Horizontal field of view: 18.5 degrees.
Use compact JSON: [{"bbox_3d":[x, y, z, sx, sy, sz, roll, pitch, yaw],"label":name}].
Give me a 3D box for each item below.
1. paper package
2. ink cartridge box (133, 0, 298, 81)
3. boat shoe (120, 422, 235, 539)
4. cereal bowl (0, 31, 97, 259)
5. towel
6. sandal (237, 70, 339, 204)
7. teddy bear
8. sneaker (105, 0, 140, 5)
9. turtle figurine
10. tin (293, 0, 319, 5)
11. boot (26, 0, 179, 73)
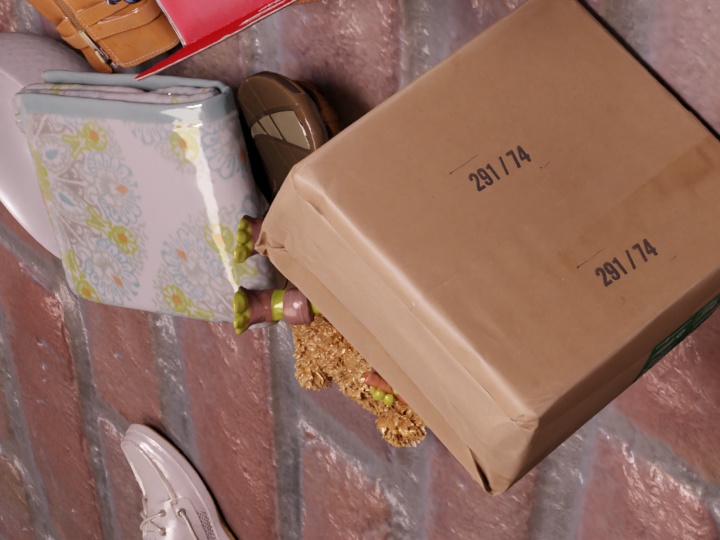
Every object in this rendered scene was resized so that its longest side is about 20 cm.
[{"bbox_3d":[0.085,-0.018,1.161,0.191,0.200,0.104,47,153,11],"label":"paper package"},{"bbox_3d":[-0.027,-0.191,1.109,0.200,0.176,0.084,-20,106,48],"label":"ink cartridge box"},{"bbox_3d":[-0.170,0.235,2.044,0.200,0.069,0.071,58,155,-10],"label":"boat shoe"},{"bbox_3d":[-0.223,-0.100,1.689,0.200,0.083,0.200,38,150,27],"label":"cereal bowl"},{"bbox_3d":[-0.146,-0.052,1.524,0.200,0.048,0.171,8,124,40],"label":"towel"},{"bbox_3d":[-0.042,-0.088,1.452,0.082,0.055,0.200,64,169,5],"label":"sandal"},{"bbox_3d":[-0.011,0.042,1.546,0.145,0.067,0.200,-7,118,58],"label":"teddy bear"},{"bbox_3d":[-0.170,-0.202,1.368,0.200,0.079,0.089,7,139,34],"label":"sneaker"},{"bbox_3d":[0.000,0.000,1.436,0.161,0.064,0.200,7,129,5],"label":"turtle figurine"},{"bbox_3d":[-0.041,-0.215,1.301,0.200,0.042,0.112,3,130,57],"label":"tin"},{"bbox_3d":[-0.176,-0.208,1.493,0.200,0.077,0.155,-15,119,51],"label":"boot"}]
